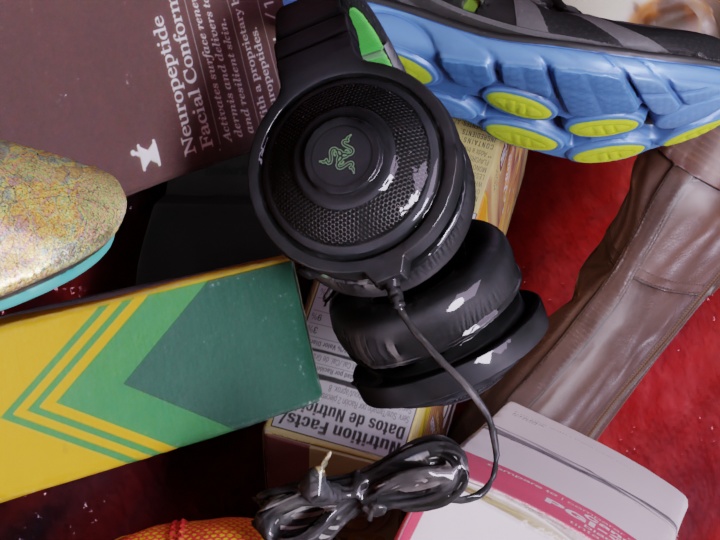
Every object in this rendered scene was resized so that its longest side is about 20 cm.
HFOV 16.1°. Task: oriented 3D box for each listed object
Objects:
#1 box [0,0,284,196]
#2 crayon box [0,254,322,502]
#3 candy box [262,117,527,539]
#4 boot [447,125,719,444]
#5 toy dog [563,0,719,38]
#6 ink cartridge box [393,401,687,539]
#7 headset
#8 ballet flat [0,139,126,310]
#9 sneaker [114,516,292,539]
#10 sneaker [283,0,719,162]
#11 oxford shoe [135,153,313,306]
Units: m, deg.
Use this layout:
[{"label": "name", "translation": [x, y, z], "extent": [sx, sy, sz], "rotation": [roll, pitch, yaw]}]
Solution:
[{"label": "box", "translation": [-0.110, -0.066, 0.786], "extent": [0.200, 0.075, 0.101], "rotation": [-24, 103, -47]}, {"label": "crayon box", "translation": [-0.125, 0.044, 0.772], "extent": [0.199, 0.125, 0.052], "rotation": [-13, 91, -48]}, {"label": "candy box", "translation": [0.017, 0.007, 0.948], "extent": [0.116, 0.055, 0.201], "rotation": [90, 15, -60]}, {"label": "boot", "translation": [0.107, 0.027, 1.040], "extent": [0.201, 0.064, 0.186], "rotation": [-58, 157, 11]}, {"label": "toy dog", "translation": [0.096, -0.158, 1.057], "extent": [0.194, 0.139, 0.201], "rotation": [-34, 107, -33]}, {"label": "ink cartridge box", "translation": [0.043, 0.133, 0.865], "extent": [0.147, 0.082, 0.200], "rotation": [-65, 172, 7]}, {"label": "headset", "translation": [0.000, 0.000, 0.789], "extent": [0.201, 0.094, 0.124], "rotation": [-102, 167, -48]}, {"label": "ballet flat", "translation": [-0.160, -0.007, 0.653], "extent": [0.199, 0.071, 0.071], "rotation": [-17, 96, -6]}, {"label": "sneaker", "translation": [-0.061, 0.130, 0.815], "extent": [0.077, 0.200, 0.073], "rotation": [0, 56, -8]}, {"label": "sneaker", "translation": [0.040, -0.094, 0.897], "extent": [0.071, 0.198, 0.083], "rotation": [91, 15, -66]}, {"label": "oxford shoe", "translation": [-0.034, -0.038, 0.952], "extent": [0.071, 0.071, 0.201], "rotation": [73, 31, -53]}]
